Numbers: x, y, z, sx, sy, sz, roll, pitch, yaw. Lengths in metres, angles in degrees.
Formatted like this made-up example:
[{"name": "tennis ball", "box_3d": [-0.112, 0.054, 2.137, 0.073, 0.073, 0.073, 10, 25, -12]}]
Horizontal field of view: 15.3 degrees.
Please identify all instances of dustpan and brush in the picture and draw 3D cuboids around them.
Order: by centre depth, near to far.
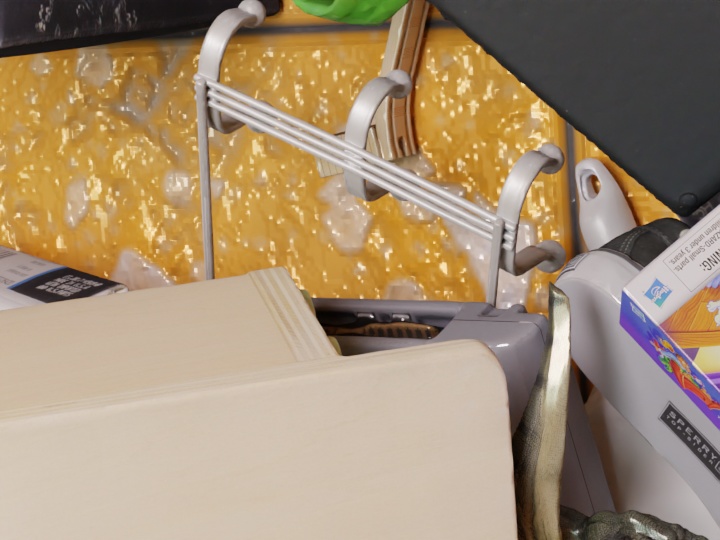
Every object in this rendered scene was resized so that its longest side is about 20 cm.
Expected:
[{"name": "dustpan and brush", "box_3d": [0.116, 0.054, 1.033, 0.139, 0.057, 0.201, -23, 93, 39]}]

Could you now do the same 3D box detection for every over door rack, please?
[{"name": "over door rack", "box_3d": [0.000, 0.000, 1.065, 0.147, 0.067, 0.200, 27, 133, 19]}]

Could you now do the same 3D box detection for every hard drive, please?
[{"name": "hard drive", "box_3d": [0.134, -0.121, 0.895, 0.139, 0.033, 0.200, 38, 117, -23]}]

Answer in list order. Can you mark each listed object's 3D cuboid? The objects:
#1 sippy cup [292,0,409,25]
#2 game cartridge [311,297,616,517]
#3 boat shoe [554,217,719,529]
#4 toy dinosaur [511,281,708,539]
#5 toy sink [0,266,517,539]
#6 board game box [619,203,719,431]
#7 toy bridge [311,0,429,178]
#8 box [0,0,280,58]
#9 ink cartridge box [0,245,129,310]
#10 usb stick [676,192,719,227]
[{"name": "sippy cup", "box_3d": [0.003, -0.188, 0.979, 0.178, 0.139, 0.130, 53, 146, 12]}, {"name": "game cartridge", "box_3d": [0.002, 0.074, 1.046, 0.199, 0.042, 0.134, 1, 117, 36]}, {"name": "boat shoe", "box_3d": [0.150, 0.063, 0.947, 0.200, 0.057, 0.069, 50, 150, 9]}, {"name": "toy dinosaur", "box_3d": [0.071, 0.105, 0.965, 0.088, 0.047, 0.200, 33, 131, 18]}, {"name": "toy sink", "box_3d": [-0.055, 0.080, 0.960, 0.199, 0.112, 0.131, -9, 112, -10]}, {"name": "board game box", "box_3d": [0.205, -0.003, 0.900, 0.200, 0.045, 0.135, -40, 74, -8]}, {"name": "toy bridge", "box_3d": [-0.006, -0.142, 1.081, 0.067, 0.027, 0.201, -11, 93, 32]}, {"name": "box", "box_3d": [-0.140, -0.185, 1.057, 0.117, 0.197, 0.201, -4, 96, 31]}, {"name": "ink cartridge box", "box_3d": [-0.114, 0.093, 1.116, 0.198, 0.047, 0.201, 13, 125, 63]}, {"name": "usb stick", "box_3d": [0.186, 0.029, 0.990, 0.200, 0.033, 0.055, 53, 127, 13]}]
